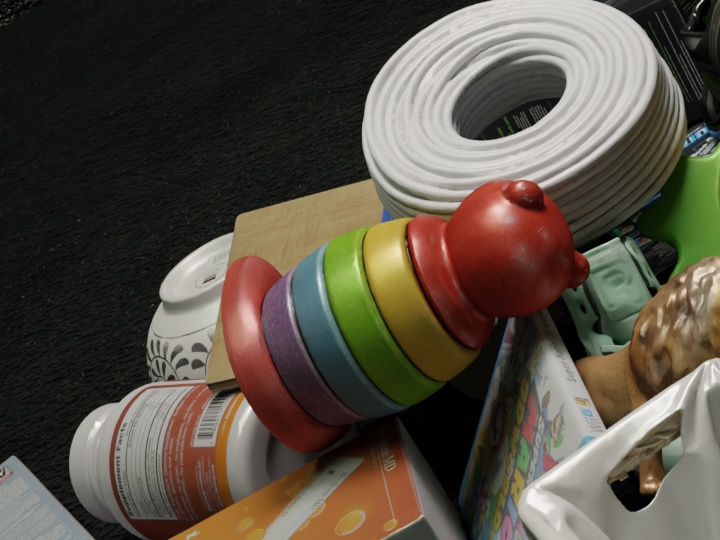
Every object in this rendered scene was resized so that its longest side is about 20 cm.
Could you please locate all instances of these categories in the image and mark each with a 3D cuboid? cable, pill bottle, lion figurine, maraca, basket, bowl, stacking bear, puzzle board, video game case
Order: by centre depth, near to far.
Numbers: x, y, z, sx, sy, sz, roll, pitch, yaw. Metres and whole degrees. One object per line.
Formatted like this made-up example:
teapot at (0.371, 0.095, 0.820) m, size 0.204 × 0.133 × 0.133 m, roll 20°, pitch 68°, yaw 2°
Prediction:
basket at (0.181, 0.150, 0.919) m, size 0.135 × 0.124 × 0.200 m, roll -34°, pitch 24°, yaw -6°
lion figurine at (0.147, 0.069, 1.077) m, size 0.200 × 0.072 × 0.123 m, roll -23°, pitch 63°, yaw 55°
video game case at (0.094, 0.115, 1.107) m, size 0.018 × 0.144 × 0.200 m, roll 10°, pitch 21°, yaw -11°
stacking bear at (0.031, 0.016, 1.138) m, size 0.199 × 0.122 × 0.114 m, roll -28°, pitch 18°, yaw 21°
maraca at (0.268, -0.046, 1.204) m, size 0.199 × 0.138 × 0.107 m, roll -23°, pitch -21°, yaw 2°
cable at (0.099, -0.092, 1.241) m, size 0.199 × 0.069 × 0.201 m, roll -21°, pitch 41°, yaw 7°
puzzle board at (0.000, 0.000, 1.280) m, size 0.199 × 0.017 × 0.151 m, roll -14°, pitch 44°, yaw 22°
pill bottle at (-0.103, 0.128, 1.336) m, size 0.199 × 0.112 × 0.112 m, roll -7°, pitch 33°, yaw 46°
bowl at (-0.094, 0.032, 1.541) m, size 0.200 × 0.094 × 0.201 m, roll -26°, pitch 24°, yaw 12°

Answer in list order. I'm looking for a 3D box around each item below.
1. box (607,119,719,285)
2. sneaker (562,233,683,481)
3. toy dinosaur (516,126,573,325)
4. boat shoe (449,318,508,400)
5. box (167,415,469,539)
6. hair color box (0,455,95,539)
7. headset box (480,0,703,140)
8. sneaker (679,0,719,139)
box at (0.249, -0.052, 1.340) m, size 0.199 × 0.046 × 0.159 m, roll -34°, pitch 22°, yaw -6°
sneaker at (0.161, 0.049, 1.154) m, size 0.073 × 0.119 × 0.201 m, roll -30°, pitch 24°, yaw 0°
toy dinosaur at (0.113, -0.005, 1.334) m, size 0.102 × 0.136 × 0.200 m, roll -44°, pitch -5°, yaw -13°
boat shoe at (0.074, 0.041, 1.349) m, size 0.067 × 0.072 × 0.200 m, roll -16°, pitch 17°, yaw -34°
box at (-0.035, 0.192, 1.138) m, size 0.199 × 0.098 × 0.125 m, roll -29°, pitch 23°, yaw 5°
hair color box at (-0.201, 0.202, 1.323) m, size 0.061 × 0.099 × 0.200 m, roll -38°, pitch 23°, yaw -13°
headset box at (0.192, -0.154, 1.504) m, size 0.199 × 0.093 × 0.174 m, roll -23°, pitch 12°, yaw 34°
sneaker at (0.249, -0.141, 1.290) m, size 0.070 × 0.083 × 0.200 m, roll -27°, pitch -12°, yaw 1°
